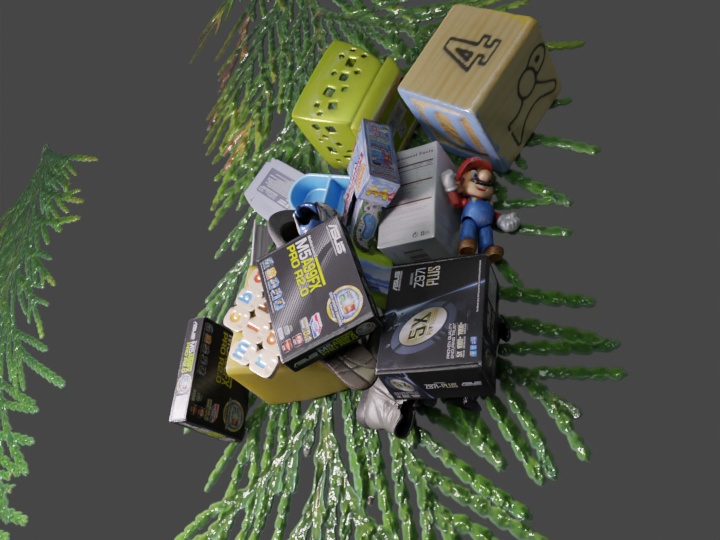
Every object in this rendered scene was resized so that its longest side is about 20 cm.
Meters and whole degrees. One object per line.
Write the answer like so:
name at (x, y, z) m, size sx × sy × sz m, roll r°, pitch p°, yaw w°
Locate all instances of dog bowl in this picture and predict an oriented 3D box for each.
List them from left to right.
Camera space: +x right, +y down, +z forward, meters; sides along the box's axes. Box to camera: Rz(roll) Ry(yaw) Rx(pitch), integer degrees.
dog bowl at (-0.065, -0.149, 1.347) m, size 0.197 × 0.050 × 0.113 m, roll 8°, pitch 74°, yaw 26°

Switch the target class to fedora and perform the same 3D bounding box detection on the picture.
fedora at (-0.104, -0.025, 1.269) m, size 0.198 × 0.177 × 0.091 m, roll 34°, pitch 120°, yaw 11°

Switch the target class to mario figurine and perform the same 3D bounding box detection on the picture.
mario figurine at (0.208, -0.120, 1.123) m, size 0.105 × 0.123 × 0.203 m, roll -18°, pitch 56°, yaw 31°

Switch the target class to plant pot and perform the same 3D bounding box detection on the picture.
plant pot at (-0.104, 0.123, 1.162) m, size 0.173 × 0.201 × 0.203 m, roll 0°, pitch 64°, yaw 17°
plant pot at (0.008, -0.328, 1.331) m, size 0.179 × 0.199 × 0.202 m, roll 21°, pitch 77°, yaw 34°

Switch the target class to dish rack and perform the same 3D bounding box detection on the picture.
dish rack at (-0.208, 0.014, 1.313) m, size 0.043 × 0.201 × 0.174 m, roll 5°, pitch 59°, yaw -11°

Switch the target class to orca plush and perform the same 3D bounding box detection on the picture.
orca plush at (0.175, 0.118, 1.042) m, size 0.104 × 0.071 × 0.203 m, roll 14°, pitch 74°, yaw 38°

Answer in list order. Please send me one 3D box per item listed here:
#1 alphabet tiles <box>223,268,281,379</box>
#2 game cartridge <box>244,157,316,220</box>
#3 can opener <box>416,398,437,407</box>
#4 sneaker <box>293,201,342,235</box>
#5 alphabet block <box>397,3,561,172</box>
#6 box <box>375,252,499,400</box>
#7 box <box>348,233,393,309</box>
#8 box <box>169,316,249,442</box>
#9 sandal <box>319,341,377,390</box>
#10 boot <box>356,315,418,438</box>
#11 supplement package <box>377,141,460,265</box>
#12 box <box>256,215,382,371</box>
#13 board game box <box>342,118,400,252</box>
alphabet tiles at (-0.132, 0.074, 1.062) m, size 0.193 × 0.015 × 0.202 m, roll 22°, pitch 74°, yaw 32°
game cartridge at (-0.182, -0.175, 1.477) m, size 0.199 × 0.041 × 0.134 m, roll 34°, pitch 90°, yaw 41°
can opener at (0.106, 0.125, 1.089) m, size 0.053 × 0.067 × 0.203 m, roll -8°, pitch 60°, yaw 31°
sneaker at (-0.082, -0.096, 1.180) m, size 0.076 × 0.086 × 0.201 m, roll -31°, pitch 25°, yaw 7°
alphabet block at (0.222, -0.336, 1.187) m, size 0.195 × 0.195 × 0.201 m, roll 31°, pitch 83°, yaw 39°
box at (0.123, 0.085, 0.984) m, size 0.161 × 0.086 × 0.203 m, roll -7°, pitch 50°, yaw 25°
box at (0.000, 0.000, 1.150) m, size 0.201 × 0.120 × 0.048 m, roll -97°, pitch 25°, yaw -61°
box at (-0.280, 0.213, 1.243) m, size 0.044 × 0.160 × 0.203 m, roll -13°, pitch 57°, yaw 29°
sandal at (-0.035, 0.118, 1.031) m, size 0.082 × 0.055 × 0.200 m, roll -45°, pitch 57°, yaw -6°
boot at (0.062, 0.173, 1.064) m, size 0.130 × 0.067 × 0.204 m, roll -14°, pitch 62°, yaw 58°
supplement package at (0.113, -0.112, 1.184) m, size 0.116 × 0.117 × 0.203 m, roll -11°, pitch 58°, yaw 30°
box at (-0.069, 0.033, 1.009) m, size 0.158 × 0.044 × 0.202 m, roll -27°, pitch 55°, yaw 10°
board game box at (0.013, -0.148, 1.162) m, size 0.201 × 0.061 × 0.203 m, roll -105°, pitch 31°, yaw -64°
